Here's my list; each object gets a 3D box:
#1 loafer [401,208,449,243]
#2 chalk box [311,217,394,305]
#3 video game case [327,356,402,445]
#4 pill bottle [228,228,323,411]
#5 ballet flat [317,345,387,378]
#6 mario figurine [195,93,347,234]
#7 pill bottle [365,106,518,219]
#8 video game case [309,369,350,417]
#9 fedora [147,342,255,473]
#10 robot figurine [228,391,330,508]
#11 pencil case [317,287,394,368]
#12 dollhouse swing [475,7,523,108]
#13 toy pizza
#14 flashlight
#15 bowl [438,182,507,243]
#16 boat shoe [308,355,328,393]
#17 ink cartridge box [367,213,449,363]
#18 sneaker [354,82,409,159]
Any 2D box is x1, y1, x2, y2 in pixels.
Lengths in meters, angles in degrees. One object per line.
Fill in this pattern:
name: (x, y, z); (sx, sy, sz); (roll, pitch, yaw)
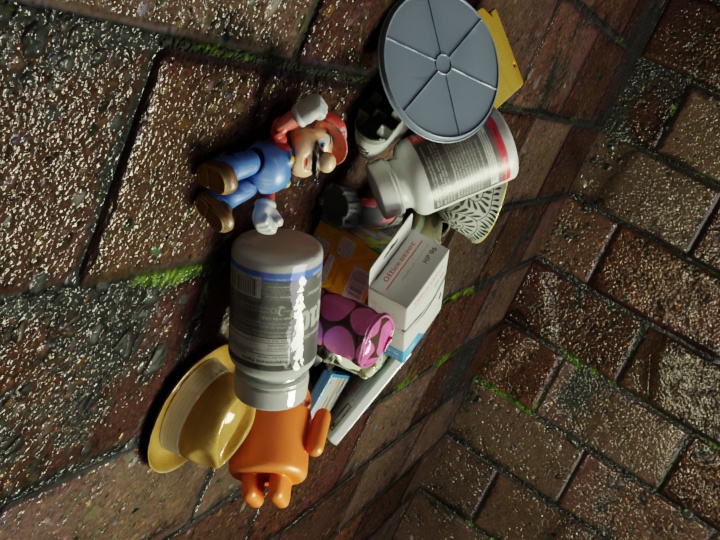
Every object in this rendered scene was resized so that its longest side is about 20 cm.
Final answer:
loafer: (0.114, -0.079, 1.590); (0.075, 0.069, 0.201); (-49, -172, 29)
chalk box: (0.000, 0.000, 1.388); (0.126, 0.123, 0.200); (-64, 163, 11)
video game case: (-0.009, 0.191, 1.608); (0.201, 0.022, 0.182); (-51, -159, -2)
pill bottle: (-0.106, 0.061, 1.129); (0.113, 0.112, 0.204); (-33, 134, -55)
ballet flat: (-0.009, 0.138, 1.452); (0.199, 0.074, 0.075); (26, 95, -50)
mario figurine: (-0.080, -0.113, 1.002); (0.199, 0.107, 0.123); (-37, -173, -36)
pill bottle: (0.111, -0.145, 1.285); (0.197, 0.112, 0.111); (-22, 155, -5)
video game case: (-0.070, 0.226, 1.462); (0.145, 0.018, 0.200); (-61, 170, -3)
fedora: (-0.195, 0.195, 1.212); (0.201, 0.081, 0.202); (-51, 160, -26)
robot figurine: (-0.126, 0.230, 1.308); (0.116, 0.143, 0.203); (24, 57, -39)
pencil case: (-0.047, 0.061, 1.223); (0.092, 0.198, 0.094); (-61, 148, -8)
dollhouse swing: (0.128, -0.281, 1.445); (0.200, 0.174, 0.184); (-43, 115, -41)
toy pizza: (0.101, -0.269, 1.212); (0.201, 0.200, 0.032); (-52, -157, -22)
flashlight: (0.003, -0.098, 1.345); (0.199, 0.067, 0.069); (0, 114, -64)
bowl: (0.167, -0.154, 1.518); (0.201, 0.092, 0.205); (-169, -90, -78)
boat shoe: (-0.076, 0.146, 1.497); (0.074, 0.064, 0.204); (-46, 157, -38)
ink cartridge box: (0.066, 0.028, 1.296); (0.117, 0.067, 0.201); (-53, 161, -27)
sneaker: (0.056, -0.235, 1.272); (0.200, 0.074, 0.089); (-47, 169, -19)
